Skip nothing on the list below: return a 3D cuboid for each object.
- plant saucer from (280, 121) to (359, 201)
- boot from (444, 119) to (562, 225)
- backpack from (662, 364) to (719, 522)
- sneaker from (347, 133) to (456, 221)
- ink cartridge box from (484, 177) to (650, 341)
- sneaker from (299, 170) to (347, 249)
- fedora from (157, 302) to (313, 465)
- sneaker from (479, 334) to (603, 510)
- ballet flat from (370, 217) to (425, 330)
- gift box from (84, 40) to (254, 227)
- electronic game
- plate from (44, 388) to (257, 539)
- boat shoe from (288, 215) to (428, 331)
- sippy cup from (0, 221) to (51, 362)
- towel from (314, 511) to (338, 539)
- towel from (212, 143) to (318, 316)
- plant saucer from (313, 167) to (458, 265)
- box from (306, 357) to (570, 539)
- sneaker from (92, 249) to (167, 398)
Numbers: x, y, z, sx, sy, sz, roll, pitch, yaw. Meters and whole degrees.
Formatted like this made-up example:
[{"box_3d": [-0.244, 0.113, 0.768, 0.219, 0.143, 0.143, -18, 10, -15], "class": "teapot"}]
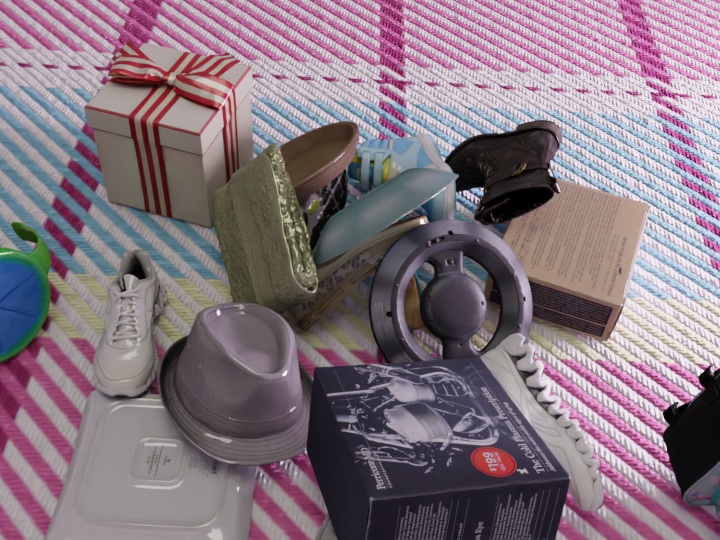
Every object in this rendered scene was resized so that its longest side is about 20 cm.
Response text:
[{"box_3d": [-0.086, -0.134, 1.137, 0.200, 0.030, 0.200, -25, 26, 13], "class": "plant saucer"}, {"box_3d": [0.172, -0.116, 1.113, 0.200, 0.069, 0.174, -21, 27, 34], "class": "boot"}, {"box_3d": [0.432, 0.175, 0.849, 0.199, 0.178, 0.151, 0, 49, -16], "class": "backpack"}, {"box_3d": [0.053, -0.119, 1.164, 0.130, 0.080, 0.200, -4, 32, -9], "class": "sneaker"}, {"box_3d": [0.264, -0.023, 1.093, 0.164, 0.075, 0.200, 20, 48, 13], "class": "ink cartridge box"}, {"box_3d": [-0.081, -0.090, 1.143, 0.085, 0.077, 0.200, 9, 41, 25], "class": "sneaker"}, {"box_3d": [-0.122, 0.102, 0.912, 0.176, 0.090, 0.200, 0, 34, -26], "class": "fedora"}, {"box_3d": [0.184, 0.167, 0.903, 0.081, 0.075, 0.200, -26, 60, -5], "class": "sneaker"}, {"box_3d": [0.040, -0.008, 1.076, 0.063, 0.069, 0.200, -13, 46, 3], "class": "ballet flat"}, {"box_3d": [-0.249, -0.202, 1.158, 0.184, 0.187, 0.200, 11, 48, 7], "class": "gift box"}, {"box_3d": [0.105, 0.042, 0.979, 0.199, 0.042, 0.201, 1, 85, -17], "class": "electronic game"}, {"box_3d": [-0.206, 0.202, 0.884, 0.199, 0.032, 0.200, 4, 46, 0], "class": "plate"}, {"box_3d": [0.000, 0.000, 1.021, 0.200, 0.073, 0.063, -30, 89, 12], "class": "boat shoe"}, {"box_3d": [-0.451, 0.023, 0.982, 0.130, 0.140, 0.178, 22, 24, 30], "class": "sippy cup"}, {"box_3d": [0.061, 0.249, 0.809, 0.190, 0.032, 0.200, 13, 27, 11], "class": "towel"}, {"box_3d": [-0.119, -0.035, 1.016, 0.036, 0.148, 0.200, 3, 62, -41], "class": "towel"}, {"box_3d": [0.020, -0.074, 1.003, 0.201, 0.201, 0.039, -35, 97, -30], "class": "plant saucer"}, {"box_3d": [0.061, 0.179, 0.797, 0.182, 0.104, 0.200, -2, 26, -17], "class": "box"}, {"box_3d": [-0.265, 0.057, 0.975, 0.075, 0.081, 0.200, -1, 42, -7], "class": "sneaker"}]
